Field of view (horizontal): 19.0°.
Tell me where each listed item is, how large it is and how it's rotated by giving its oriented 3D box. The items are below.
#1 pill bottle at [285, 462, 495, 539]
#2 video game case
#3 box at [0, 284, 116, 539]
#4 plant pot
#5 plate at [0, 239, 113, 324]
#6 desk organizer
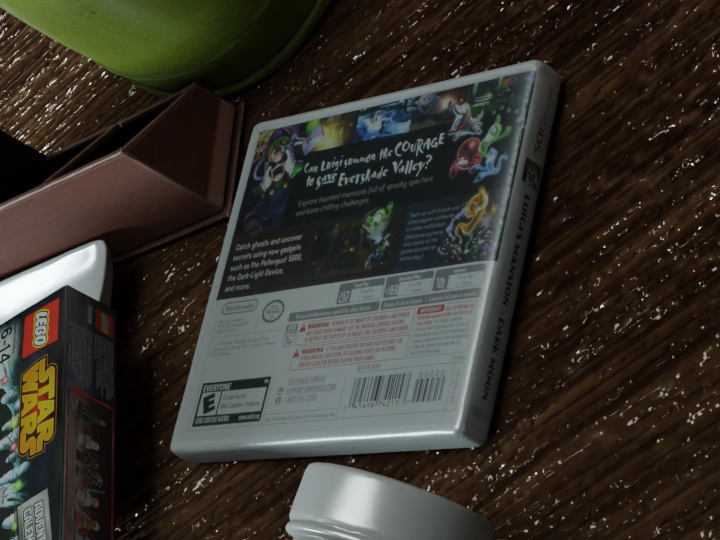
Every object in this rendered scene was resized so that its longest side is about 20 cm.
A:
[{"bbox_3d":[-0.016,0.183,0.848,0.111,0.111,0.201,4,70,49],"label":"pill bottle"},{"bbox_3d":[0.000,0.000,1.020,0.199,0.023,0.183,-9,61,46],"label":"video game case"},{"bbox_3d":[-0.182,0.123,1.078,0.137,0.040,0.201,-29,48,31],"label":"box"},{"bbox_3d":[-0.139,-0.202,1.114,0.199,0.192,0.202,-5,82,35],"label":"plant pot"},{"bbox_3d":[-0.206,0.100,1.174,0.199,0.032,0.201,-21,52,38],"label":"plate"},{"bbox_3d":[-0.162,-0.047,1.183,0.199,0.077,0.072,-20,53,39],"label":"desk organizer"}]
